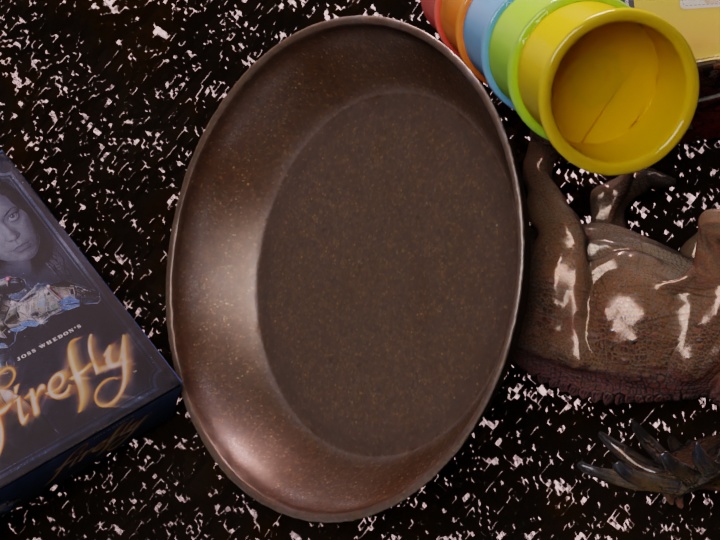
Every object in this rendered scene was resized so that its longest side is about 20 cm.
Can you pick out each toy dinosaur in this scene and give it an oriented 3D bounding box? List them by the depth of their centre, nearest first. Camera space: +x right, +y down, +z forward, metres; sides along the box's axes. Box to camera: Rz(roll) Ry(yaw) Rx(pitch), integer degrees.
[{"bbox_3d":[0.101,0.024,0.939,0.200,0.086,0.136,21,89,28],"label":"toy dinosaur"}]

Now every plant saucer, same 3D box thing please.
[{"bbox_3d":[0.000,0.000,0.966,0.200,0.037,0.201,-6,81,44],"label":"plant saucer"}]

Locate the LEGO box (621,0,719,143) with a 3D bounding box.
[{"bbox_3d":[0.170,-0.165,0.968,0.149,0.077,0.200,-9,72,15],"label":"LEGO box"}]

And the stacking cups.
[{"bbox_3d":[0.064,-0.092,0.930,0.061,0.061,0.200,-44,25,2],"label":"stacking cups"}]

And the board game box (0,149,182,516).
[{"bbox_3d":[-0.193,0.049,0.987,0.200,0.035,0.136,-30,71,-28],"label":"board game box"}]
